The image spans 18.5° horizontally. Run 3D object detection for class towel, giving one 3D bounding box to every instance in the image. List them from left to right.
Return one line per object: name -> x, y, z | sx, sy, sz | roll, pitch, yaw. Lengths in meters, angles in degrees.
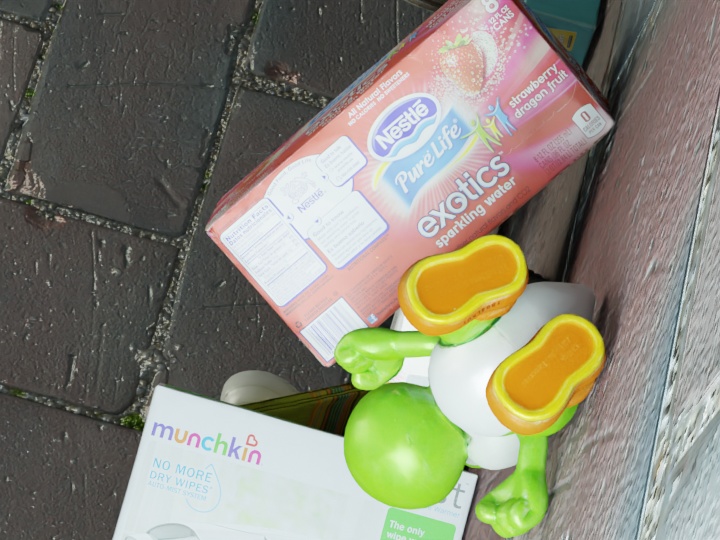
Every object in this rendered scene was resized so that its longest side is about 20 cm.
towel -> -0.058, 0.125, 1.459 | 0.200, 0.018, 0.086 | -8, -63, -47

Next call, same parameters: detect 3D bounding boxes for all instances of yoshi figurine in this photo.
yoshi figurine -> 0.041, 0.062, 0.999 | 0.200, 0.112, 0.113 | 101, 178, -71

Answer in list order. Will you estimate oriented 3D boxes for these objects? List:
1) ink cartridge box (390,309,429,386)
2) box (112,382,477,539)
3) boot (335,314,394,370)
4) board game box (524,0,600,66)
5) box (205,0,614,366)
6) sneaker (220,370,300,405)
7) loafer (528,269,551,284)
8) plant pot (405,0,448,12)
ink cartridge box -> 0.040, 0.085, 1.437 | 0.117, 0.067, 0.201 | -75, 2, -80
box -> -0.050, 0.179, 1.321 | 0.097, 0.199, 0.177 | 123, 163, -83
boot -> 0.000, 0.000, 1.581 | 0.132, 0.070, 0.200 | -32, 32, 54
board game box -> 0.123, -0.173, 1.425 | 0.151, 0.047, 0.200 | 106, 178, -49
box -> 0.026, -0.057, 1.162 | 0.200, 0.100, 0.095 | -41, 9, 9
sneaker -> -0.058, 0.177, 1.527 | 0.116, 0.073, 0.201 | -73, -29, -59
loafer -> 0.064, 0.027, 1.197 | 0.200, 0.072, 0.063 | -128, 48, -86
plant pot -> 0.095, -0.328, 1.666 | 0.201, 0.200, 0.198 | -76, 11, -45
